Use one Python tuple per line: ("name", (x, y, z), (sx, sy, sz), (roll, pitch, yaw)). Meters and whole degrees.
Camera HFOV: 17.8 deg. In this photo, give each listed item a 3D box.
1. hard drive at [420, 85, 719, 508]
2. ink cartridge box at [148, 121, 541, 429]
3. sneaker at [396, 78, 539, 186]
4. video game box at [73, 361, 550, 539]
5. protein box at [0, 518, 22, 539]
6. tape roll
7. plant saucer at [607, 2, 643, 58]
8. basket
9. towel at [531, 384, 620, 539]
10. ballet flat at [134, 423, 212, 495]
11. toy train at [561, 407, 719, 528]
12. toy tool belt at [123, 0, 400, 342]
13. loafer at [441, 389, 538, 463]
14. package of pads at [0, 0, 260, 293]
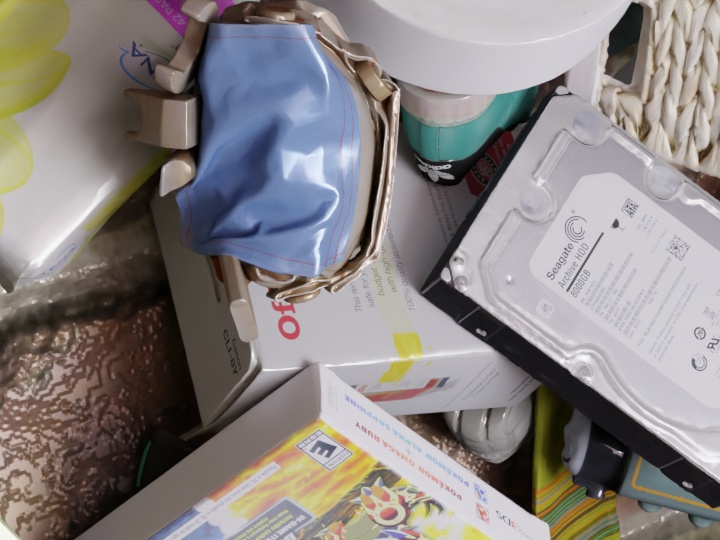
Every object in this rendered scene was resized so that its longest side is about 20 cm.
("hard drive", (0.148, 0.013, 1.227), (0.200, 0.038, 0.140), (37, 65, -5))
("ink cartridge box", (0.000, 0.000, 1.250), (0.199, 0.083, 0.146), (-2, 63, -29))
("sneaker", (0.073, -0.129, 1.271), (0.200, 0.071, 0.080), (-56, 157, -37))
("video game box", (-0.029, 0.157, 1.228), (0.200, 0.047, 0.182), (-37, 126, 26))
("protein box", (-0.245, 0.207, 1.134), (0.200, 0.135, 0.199), (-48, 115, -17))
("tape roll", (0.056, -0.194, 1.179), (0.201, 0.071, 0.204), (3, 73, -9))
("plant saucer", (0.130, -0.220, 1.361), (0.200, 0.039, 0.202), (-3, 97, -29))
("basket", (0.218, -0.156, 1.314), (0.200, 0.123, 0.136), (-42, 146, -42))
("towel", (0.129, 0.090, 1.351), (0.086, 0.018, 0.201), (-32, 130, -46))
("ballet flat", (-0.030, 0.105, 1.287), (0.199, 0.068, 0.069), (-3, 87, -30))
("toy train", (0.212, 0.094, 1.307), (0.199, 0.085, 0.115), (15, 98, -4))
("toy tool belt", (-0.047, -0.078, 1.086), (0.124, 0.123, 0.201), (1, 109, 14))
("loafer", (0.106, 0.019, 1.362), (0.201, 0.070, 0.070), (-62, 154, -15))
("package of pads", (-0.156, -0.105, 1.174), (0.155, 0.068, 0.200), (46, 73, -6))
